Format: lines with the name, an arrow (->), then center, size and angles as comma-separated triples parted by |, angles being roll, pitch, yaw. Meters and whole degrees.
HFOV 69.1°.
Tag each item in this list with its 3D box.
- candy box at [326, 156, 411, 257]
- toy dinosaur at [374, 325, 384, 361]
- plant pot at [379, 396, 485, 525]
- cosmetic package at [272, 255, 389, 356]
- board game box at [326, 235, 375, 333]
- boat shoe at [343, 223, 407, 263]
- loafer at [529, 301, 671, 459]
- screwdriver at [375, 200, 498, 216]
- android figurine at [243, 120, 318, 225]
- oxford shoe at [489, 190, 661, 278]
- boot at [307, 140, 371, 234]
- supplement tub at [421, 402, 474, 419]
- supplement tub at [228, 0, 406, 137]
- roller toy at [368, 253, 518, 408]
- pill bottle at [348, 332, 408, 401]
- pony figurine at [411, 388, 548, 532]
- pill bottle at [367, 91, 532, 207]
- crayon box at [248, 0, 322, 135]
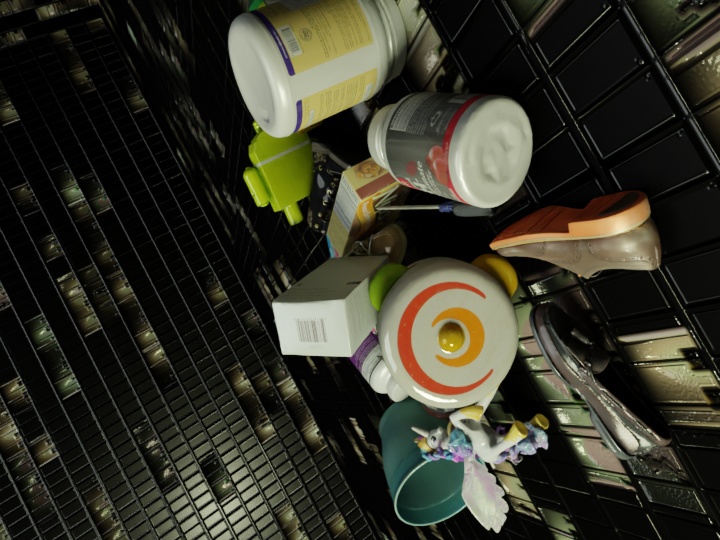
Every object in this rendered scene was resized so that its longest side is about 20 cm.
candy box -> 0.015, -0.106, 0.833 | 0.056, 0.114, 0.201 | 54, 158, 13
toy dinosaur -> 0.052, 0.131, 0.871 | 0.202, 0.046, 0.090 | -106, 6, -53
plant pot -> 0.129, 0.374, 1.081 | 0.189, 0.195, 0.204 | -122, 14, -55
cosmetic package -> -0.031, 0.045, 0.761 | 0.109, 0.200, 0.084 | -2, 108, 20
board game box -> 0.000, 0.002, 1.039 | 0.201, 0.063, 0.151 | -126, 20, -50
boat shoe -> 0.000, 0.000, 0.873 | 0.200, 0.062, 0.074 | -47, 63, 31
loafer -> 0.269, 0.115, 0.587 | 0.202, 0.071, 0.063 | 56, 140, 1
screwdriver -> 0.095, -0.082, 0.706 | 0.196, 0.027, 0.030 | -2, 90, 43
android figurine -> -0.139, -0.197, 1.002 | 0.041, 0.180, 0.204 | -3, 117, 57
oxford shoe -> 0.209, -0.023, 0.539 | 0.074, 0.071, 0.199 | 60, 160, -11
boot -> -0.043, -0.139, 0.919 | 0.199, 0.071, 0.155 | 39, 126, 54
supplement tub -> 0.130, 0.139, 0.877 | 0.106, 0.105, 0.205 | 26, 139, 57
supplement tub -> -0.052, -0.273, 0.667 | 0.146, 0.197, 0.147 | 47, 155, 30
roller toy -> 0.114, 0.078, 0.697 | 0.140, 0.193, 0.189 | -95, -2, -86
pill bottle -> 0.040, 0.184, 1.142 | 0.200, 0.111, 0.114 | 45, 154, 37
pony figurine -> 0.195, 0.273, 0.817 | 0.191, 0.167, 0.201 | 38, 130, -2
pill bottle -> 0.091, -0.147, 0.607 | 0.199, 0.109, 0.113 | 31, 144, 55
crayon box -> -0.128, -0.376, 0.923 | 0.203, 0.057, 0.173 | 59, 159, 9
